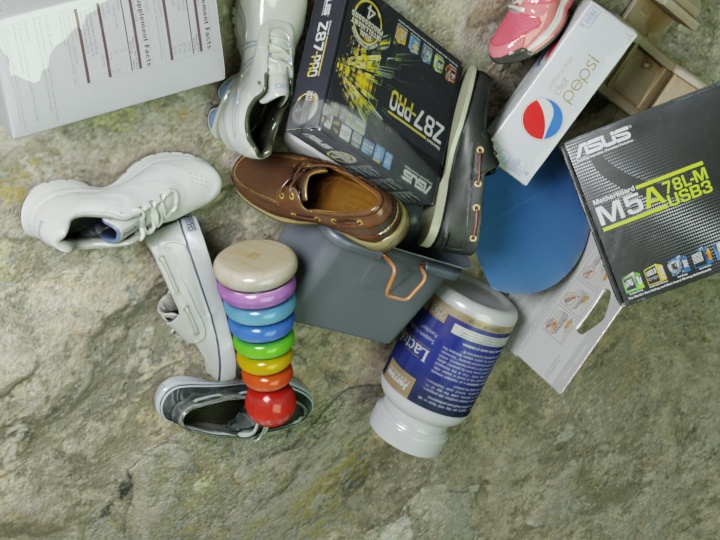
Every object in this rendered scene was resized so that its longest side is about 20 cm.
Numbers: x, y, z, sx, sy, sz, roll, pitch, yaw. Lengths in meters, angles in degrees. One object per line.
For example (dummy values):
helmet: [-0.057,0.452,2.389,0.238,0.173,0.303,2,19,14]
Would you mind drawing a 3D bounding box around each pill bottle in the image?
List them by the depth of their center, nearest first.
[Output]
pill bottle: [0.093,0.110,1.667,0.115,0.116,0.201,12,110,-38]

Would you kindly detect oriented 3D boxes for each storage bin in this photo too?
storage bin: [0.000,0.000,1.532,0.199,0.146,0.135,14,120,-39]

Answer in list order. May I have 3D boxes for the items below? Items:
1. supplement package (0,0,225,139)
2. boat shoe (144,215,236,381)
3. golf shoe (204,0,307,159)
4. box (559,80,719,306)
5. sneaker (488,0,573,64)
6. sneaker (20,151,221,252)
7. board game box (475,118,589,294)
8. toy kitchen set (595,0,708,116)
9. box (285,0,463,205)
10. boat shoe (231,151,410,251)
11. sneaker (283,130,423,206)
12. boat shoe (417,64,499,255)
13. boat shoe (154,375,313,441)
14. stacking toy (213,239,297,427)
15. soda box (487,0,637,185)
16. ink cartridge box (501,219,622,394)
supplement package: [-0.234,-0.209,1.249,0.199,0.114,0.110,-19,126,-22]
boat shoe: [-0.176,0.038,1.476,0.065,0.072,0.201,-18,130,-10]
golf shoe: [-0.082,-0.201,1.368,0.078,0.097,0.201,2,116,-32]
box: [0.341,-0.084,1.553,0.199,0.048,0.194,-20,93,9]
sneaker: [0.191,-0.310,1.512,0.087,0.074,0.200,40,90,-27]
sneaker: [-0.221,-0.056,1.374,0.199,0.087,0.075,-19,125,-24]
board game box: [0.172,-0.074,1.628,0.158,0.039,0.201,-29,99,-25]
toy kitchen set: [0.368,-0.230,1.592,0.199,0.180,0.164,26,101,-40]
box: [0.018,-0.174,1.425,0.200,0.049,0.162,30,69,-47]
boat shoe: [-0.046,-0.081,1.404,0.072,0.199,0.068,-62,152,-14]
sneaker: [0.004,-0.136,1.495,0.199,0.075,0.089,19,92,-44]
boat shoe: [0.111,-0.115,1.504,0.063,0.074,0.203,13,79,-10]
boat shoe: [-0.131,0.160,1.580,0.199,0.071,0.072,2,117,-35]
stacking toy: [-0.101,0.073,1.469,0.085,0.085,0.201,-17,123,-24]
soda box: [0.210,-0.194,1.542,0.064,0.068,0.200,35,102,-8]
ink cartridge box: [0.245,0.023,1.671,0.045,0.176,0.201,25,103,-46]
